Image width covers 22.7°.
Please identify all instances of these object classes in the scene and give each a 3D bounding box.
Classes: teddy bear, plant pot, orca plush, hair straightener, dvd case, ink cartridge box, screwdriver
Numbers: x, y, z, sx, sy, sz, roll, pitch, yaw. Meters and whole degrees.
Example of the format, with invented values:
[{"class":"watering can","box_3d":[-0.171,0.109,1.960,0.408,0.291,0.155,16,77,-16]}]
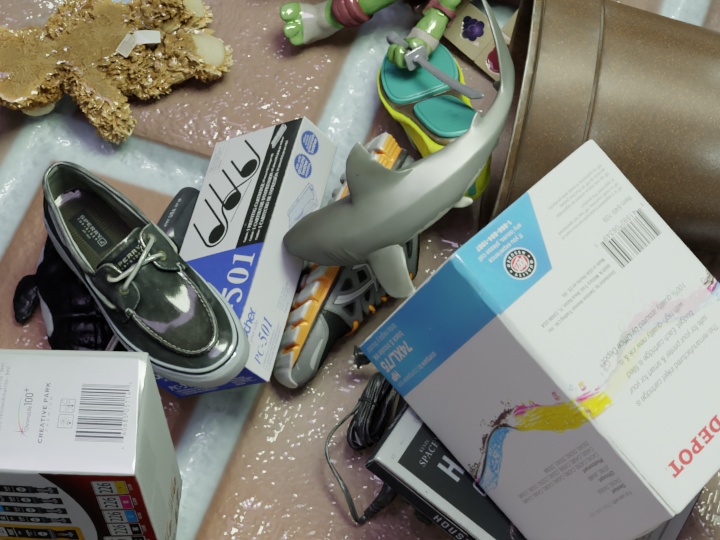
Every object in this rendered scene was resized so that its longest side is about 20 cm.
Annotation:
[{"class":"teddy bear","box_3d":[-0.199,-0.165,1.403,0.200,0.067,0.145,-33,73,-23]},{"class":"plant pot","box_3d":[0.200,-0.101,1.278,0.198,0.200,0.201,10,61,0]},{"class":"orca plush","box_3d":[-0.207,0.025,1.280,0.105,0.071,0.200,9,61,7]},{"class":"hair straightener","box_3d":[0.025,0.084,1.263,0.077,0.041,0.200,18,67,13]},{"class":"dvd case","box_3d":[0.119,0.134,1.178,0.200,0.025,0.150,39,56,-4]},{"class":"ink cartridge box","box_3d":[0.136,0.058,1.120,0.200,0.146,0.147,49,56,4]},{"class":"ink cartridge box","box_3d":[-0.085,-0.010,1.286,0.094,0.044,0.200,-13,51,40]},{"class":"screwdriver","box_3d":[-0.150,0.011,1.286,0.029,0.028,0.200,17,46,0]},{"class":"ink cartridge box","box_3d":[-0.213,0.130,1.145,0.175,0.200,0.084,2,61,3]}]

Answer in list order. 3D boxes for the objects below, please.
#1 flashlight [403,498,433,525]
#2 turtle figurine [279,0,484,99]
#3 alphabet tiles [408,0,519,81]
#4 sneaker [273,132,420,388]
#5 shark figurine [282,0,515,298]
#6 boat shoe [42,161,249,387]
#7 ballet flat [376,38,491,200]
[{"class":"flashlight","box_3d":[0.091,0.083,1.238,0.068,0.068,0.200,18,63,7]},{"class":"turtle figurine","box_3d":[0.014,-0.229,1.344,0.194,0.144,0.200,-7,40,31]},{"class":"alphabet tiles","box_3d":[0.119,-0.272,1.412,0.167,0.008,0.200,43,96,13]},{"class":"sneaker","box_3d":[0.000,0.000,1.290,0.077,0.078,0.200,33,74,-17]},{"class":"shark figurine","box_3d":[0.033,-0.073,1.180,0.214,0.089,0.128,-42,35,5]},{"class":"boat shoe","box_3d":[-0.156,0.002,1.205,0.072,0.071,0.200,-43,63,-14]},{"class":"ballet flat","box_3d":[0.057,-0.110,1.344,0.067,0.067,0.200,-16,30,-5]}]
